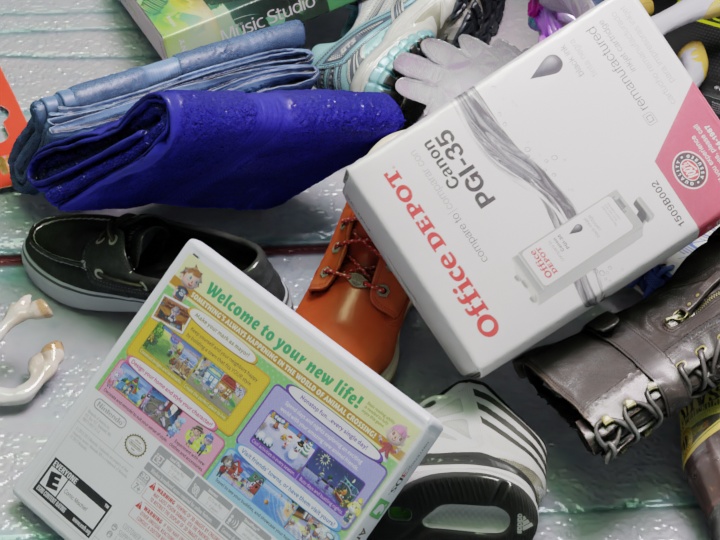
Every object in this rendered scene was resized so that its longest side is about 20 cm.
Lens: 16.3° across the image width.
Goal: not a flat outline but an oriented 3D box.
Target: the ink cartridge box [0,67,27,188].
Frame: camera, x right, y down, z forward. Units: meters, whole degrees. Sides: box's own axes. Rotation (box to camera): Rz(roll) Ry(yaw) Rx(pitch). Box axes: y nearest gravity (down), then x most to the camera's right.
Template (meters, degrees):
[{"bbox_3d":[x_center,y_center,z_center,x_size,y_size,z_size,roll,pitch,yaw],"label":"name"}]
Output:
[{"bbox_3d":[-0.326,-0.103,1.683,0.200,0.057,0.163,-17,46,-14],"label":"ink cartridge box"}]

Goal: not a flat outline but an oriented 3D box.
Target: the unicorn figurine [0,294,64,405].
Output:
[{"bbox_3d":[-0.252,0.053,1.508,0.137,0.074,0.200,-34,38,-21],"label":"unicorn figurine"}]

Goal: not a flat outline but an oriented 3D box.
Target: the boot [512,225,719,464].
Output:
[{"bbox_3d":[0.200,0.056,1.436,0.174,0.069,0.200,-34,32,-16],"label":"boot"}]

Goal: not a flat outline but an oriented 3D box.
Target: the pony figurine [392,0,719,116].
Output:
[{"bbox_3d":[0.142,-0.159,1.657,0.193,0.167,0.200,29,42,16],"label":"pony figurine"}]

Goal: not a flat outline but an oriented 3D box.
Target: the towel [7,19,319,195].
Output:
[{"bbox_3d":[-0.128,-0.100,1.648,0.200,0.112,0.049,-20,77,-25],"label":"towel"}]

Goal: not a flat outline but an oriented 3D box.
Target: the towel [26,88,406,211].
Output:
[{"bbox_3d":[-0.087,-0.071,1.563,0.200,0.148,0.050,-5,79,-44],"label":"towel"}]

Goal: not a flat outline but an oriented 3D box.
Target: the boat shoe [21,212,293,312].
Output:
[{"bbox_3d":[-0.130,-0.008,1.559,0.200,0.057,0.069,14,50,29],"label":"boat shoe"}]

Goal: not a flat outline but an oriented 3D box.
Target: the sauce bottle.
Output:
[{"bbox_3d":[0.219,0.101,1.470,0.066,0.066,0.200,3,40,1],"label":"sauce bottle"}]

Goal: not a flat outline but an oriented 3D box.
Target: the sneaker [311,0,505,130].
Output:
[{"bbox_3d":[0.035,-0.182,1.765,0.086,0.078,0.200,22,46,25],"label":"sneaker"}]

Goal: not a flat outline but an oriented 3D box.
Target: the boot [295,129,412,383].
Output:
[{"bbox_3d":[0.000,0.000,1.543,0.075,0.107,0.200,16,46,12],"label":"boot"}]

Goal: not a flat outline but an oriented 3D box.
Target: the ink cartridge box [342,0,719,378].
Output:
[{"bbox_3d":[0.109,-0.048,1.474,0.200,0.083,0.147,-33,87,-4],"label":"ink cartridge box"}]

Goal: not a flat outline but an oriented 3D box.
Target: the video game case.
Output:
[{"bbox_3d":[-0.077,0.106,1.407,0.200,0.022,0.182,36,91,32],"label":"video game case"}]

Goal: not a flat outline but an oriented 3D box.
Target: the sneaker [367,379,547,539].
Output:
[{"bbox_3d":[0.012,0.111,1.464,0.200,0.076,0.115,8,26,11],"label":"sneaker"}]

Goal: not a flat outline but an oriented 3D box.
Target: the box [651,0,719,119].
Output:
[{"bbox_3d":[0.259,-0.166,1.779,0.200,0.048,0.193,20,44,19],"label":"box"}]

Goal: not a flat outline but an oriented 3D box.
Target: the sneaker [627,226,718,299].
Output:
[{"bbox_3d":[0.196,-0.011,1.585,0.200,0.075,0.088,14,44,13],"label":"sneaker"}]

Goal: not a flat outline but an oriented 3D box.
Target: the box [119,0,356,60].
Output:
[{"bbox_3d":[-0.067,-0.216,1.778,0.200,0.036,0.144,-25,35,-9],"label":"box"}]
